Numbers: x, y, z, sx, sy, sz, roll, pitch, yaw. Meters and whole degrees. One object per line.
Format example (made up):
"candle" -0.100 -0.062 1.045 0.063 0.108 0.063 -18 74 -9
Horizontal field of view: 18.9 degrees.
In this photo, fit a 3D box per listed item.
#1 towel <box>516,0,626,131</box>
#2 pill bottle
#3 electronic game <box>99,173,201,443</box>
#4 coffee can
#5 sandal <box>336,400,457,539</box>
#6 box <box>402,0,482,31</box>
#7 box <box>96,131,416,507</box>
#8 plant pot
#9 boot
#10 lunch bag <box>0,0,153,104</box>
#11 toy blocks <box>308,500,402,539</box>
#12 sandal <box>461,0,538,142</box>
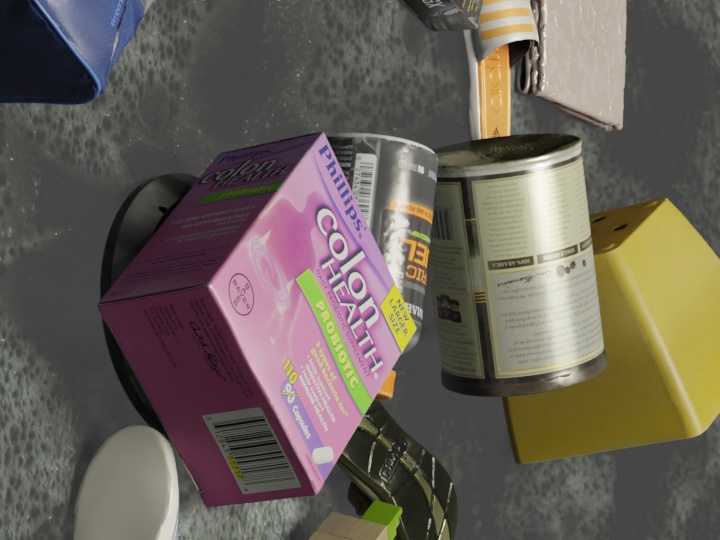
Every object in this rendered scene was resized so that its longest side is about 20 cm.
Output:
"towel" 0.210 -0.249 2.112 0.191 0.032 0.200 12 79 -57
"pill bottle" 0.000 0.000 1.698 0.106 0.106 0.200 20 73 -57
"electronic game" -0.121 0.029 1.560 0.200 0.042 0.200 24 61 -54
"coffee can" 0.130 -0.007 1.870 0.146 0.146 0.200 -26 111 -56
"sandal" 0.016 0.167 1.778 0.201 0.057 0.080 55 50 -23
"box" 0.065 -0.329 1.857 0.158 0.050 0.200 38 59 -53
"box" -0.066 0.033 1.514 0.176 0.097 0.200 65 34 -24
"plant pot" 0.236 0.046 2.015 0.200 0.200 0.177 -40 112 -52
"boot" -0.153 0.210 1.497 0.090 0.073 0.200 33 63 -71
"lunch bag" -0.215 -0.210 1.311 0.200 0.136 0.132 56 50 -44
"toy blocks" -0.029 0.289 1.679 0.200 0.100 0.137 -49 141 -46
"sandal" 0.134 -0.198 1.960 0.079 0.059 0.207 -15 103 -58
